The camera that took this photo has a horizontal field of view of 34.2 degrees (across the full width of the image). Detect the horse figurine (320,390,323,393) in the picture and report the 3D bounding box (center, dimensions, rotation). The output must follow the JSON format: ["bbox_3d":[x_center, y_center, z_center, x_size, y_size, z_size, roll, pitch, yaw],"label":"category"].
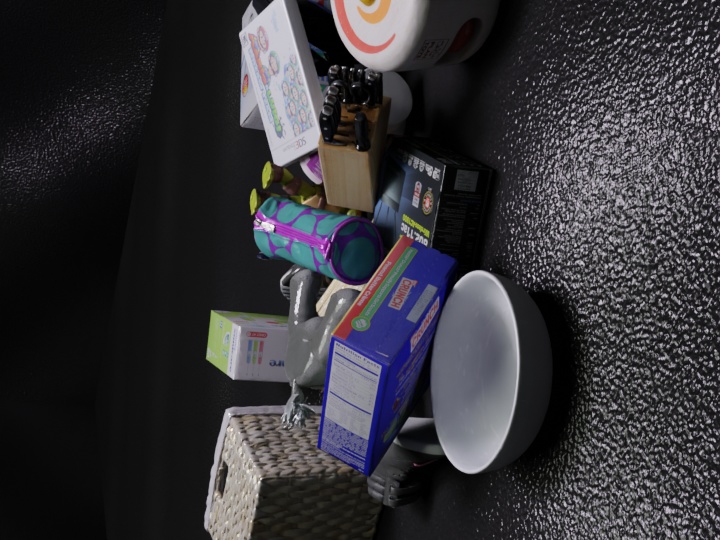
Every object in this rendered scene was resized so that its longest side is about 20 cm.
[{"bbox_3d":[-0.015,0.074,1.606,0.133,0.050,0.201,-41,38,45],"label":"horse figurine"}]

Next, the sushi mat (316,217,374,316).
[{"bbox_3d":[0.000,0.000,1.562,0.200,0.012,0.096,-57,32,20],"label":"sushi mat"}]

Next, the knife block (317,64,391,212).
[{"bbox_3d":[-0.014,-0.145,1.375,0.176,0.064,0.201,-59,-21,-66],"label":"knife block"}]

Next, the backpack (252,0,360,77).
[{"bbox_3d":[-0.047,-0.375,1.607,0.200,0.190,0.155,-11,59,69],"label":"backpack"}]

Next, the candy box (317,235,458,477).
[{"bbox_3d":[0.028,0.093,1.260,0.169,0.077,0.200,-52,-20,-40],"label":"candy box"}]

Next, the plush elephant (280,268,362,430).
[{"bbox_3d":[-0.007,0.112,1.468,0.165,0.154,0.201,7,85,61],"label":"plush elephant"}]

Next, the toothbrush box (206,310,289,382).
[{"bbox_3d":[-0.149,0.119,1.839,0.200,0.145,0.086,-162,78,-70],"label":"toothbrush box"}]

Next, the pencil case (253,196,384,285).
[{"bbox_3d":[-0.057,-0.038,1.457,0.200,0.092,0.085,17,95,53],"label":"pencil case"}]

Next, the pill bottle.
[{"bbox_3d":[-0.006,-0.191,1.563,0.200,0.112,0.113,139,133,-62],"label":"pill bottle"}]

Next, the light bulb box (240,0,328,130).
[{"bbox_3d":[-0.108,-0.347,1.861,0.198,0.124,0.201,141,132,-63],"label":"light bulb box"}]

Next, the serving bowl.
[{"bbox_3d":[0.138,0.102,1.167,0.200,0.066,0.201,-176,90,-70],"label":"serving bowl"}]

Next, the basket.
[{"bbox_3d":[-0.084,0.301,1.554,0.161,0.199,0.199,-130,47,-55],"label":"basket"}]

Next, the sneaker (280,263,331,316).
[{"bbox_3d":[-0.073,-0.009,1.715,0.200,0.075,0.116,93,-177,-70],"label":"sneaker"}]

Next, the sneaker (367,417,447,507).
[{"bbox_3d":[0.063,0.227,1.361,0.200,0.070,0.100,-7,94,63],"label":"sneaker"}]

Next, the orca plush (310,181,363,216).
[{"bbox_3d":[-0.044,-0.101,1.706,0.105,0.071,0.201,125,144,-54],"label":"orca plush"}]

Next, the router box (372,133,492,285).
[{"bbox_3d":[0.077,-0.069,1.378,0.200,0.062,0.150,-138,54,-66],"label":"router box"}]

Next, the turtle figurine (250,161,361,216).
[{"bbox_3d":[-0.058,-0.099,1.579,0.200,0.161,0.065,132,148,-51],"label":"turtle figurine"}]

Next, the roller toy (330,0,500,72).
[{"bbox_3d":[0.056,-0.319,1.321,0.200,0.139,0.183,21,117,51],"label":"roller toy"}]

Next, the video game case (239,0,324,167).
[{"bbox_3d":[-0.102,-0.250,1.571,0.182,0.024,0.201,-13,92,66],"label":"video game case"}]
